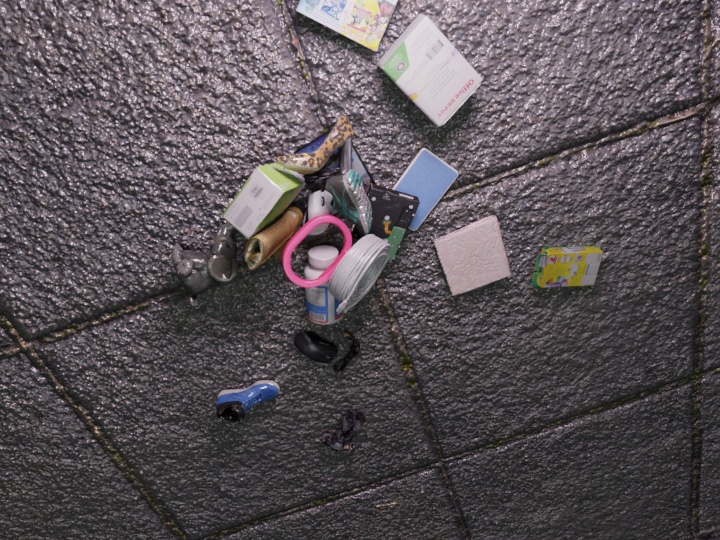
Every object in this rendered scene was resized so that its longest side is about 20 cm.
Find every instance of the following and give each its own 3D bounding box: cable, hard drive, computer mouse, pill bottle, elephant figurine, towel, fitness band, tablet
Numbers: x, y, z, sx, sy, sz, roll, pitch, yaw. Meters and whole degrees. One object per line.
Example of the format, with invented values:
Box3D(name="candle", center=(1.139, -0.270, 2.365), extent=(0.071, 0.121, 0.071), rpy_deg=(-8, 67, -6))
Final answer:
Box3D(name="cable", center=(0.000, 0.000, 1.380), extent=(0.069, 0.200, 0.201), rpy_deg=(35, 119, 16))
Box3D(name="hard drive", center=(0.059, -0.124, 1.428), extent=(0.138, 0.038, 0.201), rpy_deg=(13, 123, -13))
Box3D(name="computer mouse", center=(-0.098, -0.167, 1.357), extent=(0.109, 0.044, 0.202), rpy_deg=(-8, 130, -26))
Box3D(name="pill bottle", center=(-0.099, 0.038, 1.467), extent=(0.111, 0.113, 0.202), rpy_deg=(-2, 119, -7))
Box3D(name="computer mouse", center=(-0.094, 0.234, 1.613), extent=(0.199, 0.046, 0.140), rpy_deg=(36, 110, -24))
Box3D(name="elephant figurine", center=(-0.378, -0.027, 1.390), extent=(0.198, 0.142, 0.156), rpy_deg=(-19, 151, -15))
Box3D(name="towel", center=(0.323, -0.038, 1.530), extent=(0.189, 0.032, 0.201), rpy_deg=(-21, 119, 5))
Box3D(name="fitness band", center=(-0.109, -0.048, 1.353), extent=(0.200, 0.037, 0.144), rpy_deg=(-46, 112, -1))
Box3D(name="tablet", center=(0.156, -0.213, 1.420), extent=(0.129, 0.014, 0.201), rpy_deg=(29, 110, -22))

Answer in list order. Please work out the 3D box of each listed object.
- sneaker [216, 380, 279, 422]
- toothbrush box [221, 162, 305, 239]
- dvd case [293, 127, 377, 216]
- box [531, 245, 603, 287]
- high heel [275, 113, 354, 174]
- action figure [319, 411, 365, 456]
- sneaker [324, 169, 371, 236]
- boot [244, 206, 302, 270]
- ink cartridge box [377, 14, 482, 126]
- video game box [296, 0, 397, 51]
Box3D(name="sneaker", center=(-0.347, 0.409, 1.637), extent=(0.197, 0.112, 0.077), rpy_deg=(-9, 120, -3))
Box3D(name="toothbrush box", center=(-0.224, -0.173, 1.272), extent=(0.086, 0.200, 0.146), rpy_deg=(41, 109, -2))
Box3D(name="dvd case", center=(-0.059, -0.254, 1.363), extent=(0.142, 0.018, 0.201), rpy_deg=(-29, 118, 8))
Box3D(name="box", center=(0.605, -0.010, 1.578), extent=(0.197, 0.049, 0.119), rpy_deg=(-3, 120, -9))
Box3D(name="high heel", center=(-0.107, -0.303, 1.253), extent=(0.198, 0.071, 0.144), rpy_deg=(-2, 94, -29))
Box3D(name="action figure", center=(-0.060, 0.558, 1.788), extent=(0.129, 0.070, 0.201), rpy_deg=(18, 118, -23))
Box3D(name="sneaker", center=(-0.028, -0.165, 1.327), extent=(0.090, 0.078, 0.201), rpy_deg=(-4, 137, 19))
Box3D(name="boot", center=(-0.228, -0.058, 1.334), extent=(0.066, 0.200, 0.176), rpy_deg=(26, 127, 7))
Box3D(name="ink cartridge box", center=(0.161, -0.460, 1.232), extent=(0.199, 0.088, 0.145), rpy_deg=(38, 108, -23))
Box3D(name="video game box", center=(-0.016, -0.610, 1.156), extent=(0.198, 0.047, 0.183), rpy_deg=(20, 112, -18))
